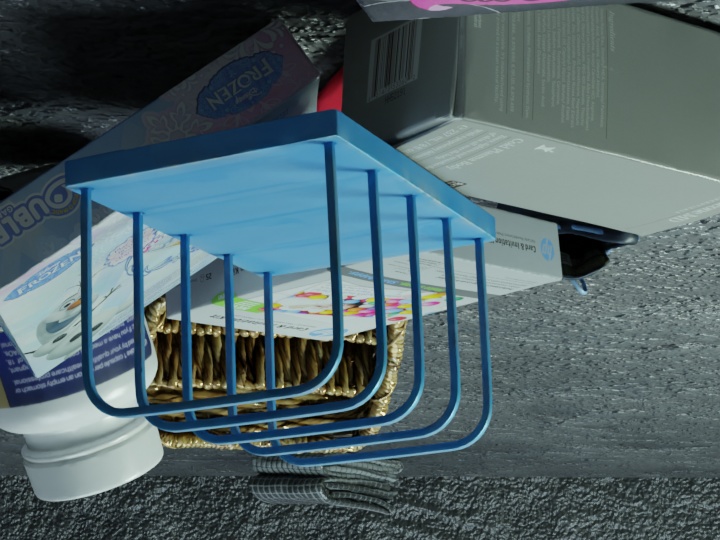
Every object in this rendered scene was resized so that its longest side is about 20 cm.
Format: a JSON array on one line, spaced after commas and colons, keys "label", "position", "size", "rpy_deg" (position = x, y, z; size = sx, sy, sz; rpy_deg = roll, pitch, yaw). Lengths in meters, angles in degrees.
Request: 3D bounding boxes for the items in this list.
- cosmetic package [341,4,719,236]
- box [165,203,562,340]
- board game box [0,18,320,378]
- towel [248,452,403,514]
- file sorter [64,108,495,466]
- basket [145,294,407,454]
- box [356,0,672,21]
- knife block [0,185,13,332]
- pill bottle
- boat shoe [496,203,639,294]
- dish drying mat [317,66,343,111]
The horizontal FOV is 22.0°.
[{"label": "cosmetic package", "position": [0.099, -0.081, 0.911], "size": [0.199, 0.091, 0.107], "rpy_deg": [13, 162, -29]}, {"label": "box", "position": [0.000, 0.000, 1.149], "size": [0.199, 0.042, 0.155], "rpy_deg": [-14, 164, 38]}, {"label": "board game box", "position": [-0.115, -0.032, 1.001], "size": [0.199, 0.043, 0.199], "rpy_deg": [-35, 170, -11]}, {"label": "towel", "position": [-0.054, 0.337, 2.930], "size": [0.165, 0.086, 0.199], "rpy_deg": [-7, 165, 42]}, {"label": "file sorter", "position": [-0.029, 0.018, 0.885], "size": [0.138, 0.124, 0.200], "rpy_deg": [-9, 164, 23]}, {"label": "basket", "position": [-0.067, 0.043, 1.342], "size": [0.198, 0.150, 0.143], "rpy_deg": [6, 158, -16]}, {"label": "box", "position": [0.081, -0.147, 0.527], "size": [0.198, 0.116, 0.132], "rpy_deg": [-1, 167, 16]}, {"label": "knife block", "position": [-0.298, -0.027, 1.083], "size": [0.198, 0.064, 0.176], "rpy_deg": [-1, 129, 15]}, {"label": "pill bottle", "position": [-0.198, 0.040, 1.200], "size": [0.119, 0.201, 0.120], "rpy_deg": [-15, -168, 3]}, {"label": "boat shoe", "position": [0.128, -0.026, 1.201], "size": [0.083, 0.069, 0.200], "rpy_deg": [4, 168, -7]}, {"label": "dish drying mat", "position": [0.007, -0.088, 1.059], "size": [0.076, 0.018, 0.200], "rpy_deg": [7, 168, -15]}]
